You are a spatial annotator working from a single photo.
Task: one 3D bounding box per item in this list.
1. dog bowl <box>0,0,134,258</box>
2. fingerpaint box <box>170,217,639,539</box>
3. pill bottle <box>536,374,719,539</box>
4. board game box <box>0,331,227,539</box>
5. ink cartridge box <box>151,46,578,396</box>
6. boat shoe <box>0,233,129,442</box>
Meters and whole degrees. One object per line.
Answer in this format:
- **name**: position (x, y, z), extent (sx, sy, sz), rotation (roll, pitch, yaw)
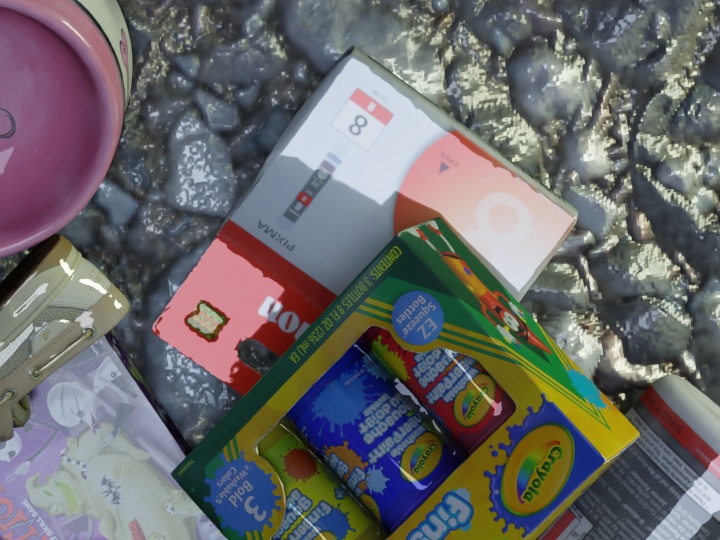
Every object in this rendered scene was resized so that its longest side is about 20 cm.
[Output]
- **dog bowl**: position (-0.215, -0.091, 1.426), extent (0.199, 0.074, 0.201), rotation (-7, 123, -10)
- **fingerpaint box**: position (0.023, 0.102, 1.461), extent (0.167, 0.073, 0.200), rotation (48, 111, 8)
- **pill bottle**: position (0.149, 0.167, 1.502), extent (0.116, 0.116, 0.200), rotation (41, 96, -8)
- **board game box**: position (-0.148, 0.135, 1.531), extent (0.120, 0.032, 0.201), rotation (-33, 100, 8)
- **ink cartridge box**: position (0.000, 0.000, 1.501), extent (0.162, 0.050, 0.200), rotation (35, 94, -7)
- **boat shoe**: position (-0.211, 0.069, 1.467), extent (0.065, 0.072, 0.200), rotation (42, 102, -16)
